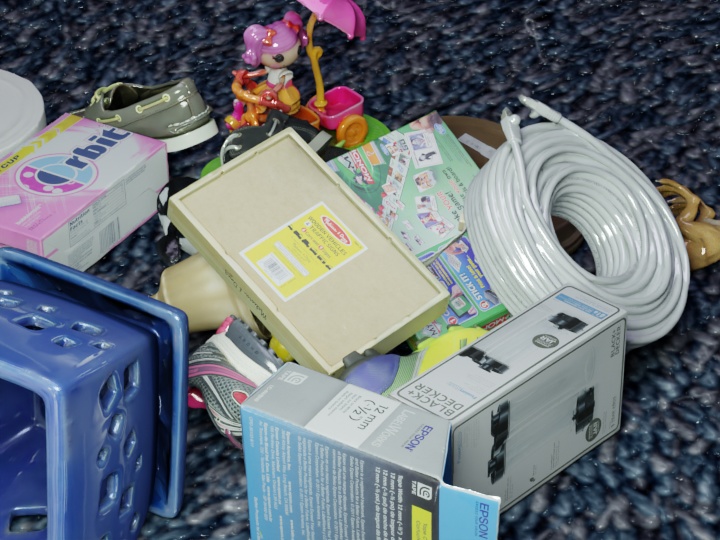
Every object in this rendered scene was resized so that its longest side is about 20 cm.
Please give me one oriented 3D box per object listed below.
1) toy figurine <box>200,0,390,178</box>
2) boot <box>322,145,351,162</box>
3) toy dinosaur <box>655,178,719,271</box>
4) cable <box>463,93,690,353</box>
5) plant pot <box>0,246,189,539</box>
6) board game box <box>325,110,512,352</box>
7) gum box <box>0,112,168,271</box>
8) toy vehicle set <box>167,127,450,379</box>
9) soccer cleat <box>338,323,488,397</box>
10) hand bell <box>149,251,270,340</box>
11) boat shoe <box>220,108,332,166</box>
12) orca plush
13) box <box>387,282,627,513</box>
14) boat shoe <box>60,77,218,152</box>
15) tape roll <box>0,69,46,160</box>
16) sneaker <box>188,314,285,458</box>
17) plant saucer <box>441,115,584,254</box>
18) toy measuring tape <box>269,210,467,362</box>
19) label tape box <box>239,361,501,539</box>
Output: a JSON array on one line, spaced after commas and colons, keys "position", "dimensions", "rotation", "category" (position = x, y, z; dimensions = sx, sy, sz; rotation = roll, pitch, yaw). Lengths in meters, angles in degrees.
[{"position": [-0.064, -0.181, 1.877], "dimensions": [0.200, 0.185, 0.150], "rotation": [-23, 39, -28], "category": "toy figurine"}, {"position": [0.020, -0.044, 1.779], "dimensions": [0.130, 0.068, 0.200], "rotation": [10, 36, 6], "category": "boot"}, {"position": [0.300, -0.029, 1.763], "dimensions": [0.199, 0.060, 0.106], "rotation": [-17, 57, -7], "category": "toy dinosaur"}, {"position": [0.174, -0.022, 1.643], "dimensions": [0.200, 0.069, 0.200], "rotation": [27, 49, -24], "category": "cable"}, {"position": [-0.232, 0.104, 1.446], "dimensions": [0.200, 0.201, 0.180], "rotation": [18, 31, 27], "category": "plant pot"}, {"position": [0.058, -0.030, 1.699], "dimensions": [0.134, 0.029, 0.200], "rotation": [-26, 62, -16], "category": "board game box"}, {"position": [-0.271, -0.057, 1.800], "dimensions": [0.113, 0.066, 0.200], "rotation": [17, 37, 24], "category": "gum box"}, {"position": [-0.041, -0.012, 1.580], "dimensions": [0.124, 0.027, 0.200], "rotation": [-31, 65, -26], "category": "toy vehicle set"}, {"position": [0.056, 0.092, 1.550], "dimensions": [0.084, 0.065, 0.200], "rotation": [45, 31, 24], "category": "soccer cleat"}, {"position": [-0.182, 0.035, 1.648], "dimensions": [0.199, 0.104, 0.104], "rotation": [-17, 33, 7], "category": "hand bell"}, {"position": [-0.094, -0.085, 1.727], "dimensions": [0.068, 0.072, 0.200], "rotation": [39, 31, 4], "category": "boat shoe"}, {"position": [-0.123, -0.040, 1.766], "dimensions": [0.105, 0.071, 0.200], "rotation": [-11, 35, -13], "category": "orca plush"}, {"position": [0.109, 0.104, 1.497], "dimensions": [0.060, 0.117, 0.200], "rotation": [27, 44, 36], "category": "box"}, {"position": [-0.213, -0.146, 1.897], "dimensions": [0.201, 0.060, 0.072], "rotation": [2, 27, 45], "category": "boat shoe"}, {"position": [-0.390, -0.116, 1.893], "dimensions": [0.202, 0.071, 0.203], "rotation": [-1, 34, 1], "category": "tape roll"}, {"position": [-0.063, 0.116, 1.535], "dimensions": [0.075, 0.081, 0.200], "rotation": [-43, 45, -8], "category": "sneaker"}, {"position": [0.109, -0.076, 1.801], "dimensions": [0.199, 0.030, 0.200], "rotation": [12, 37, -9], "category": "plant saucer"}, {"position": [0.000, 0.000, 1.629], "dimensions": [0.200, 0.074, 0.074], "rotation": [-40, 45, -15], "category": "toy measuring tape"}, {"position": [0.018, 0.162, 1.385], "dimensions": [0.200, 0.144, 0.066], "rotation": [17, 38, 27], "category": "label tape box"}]
